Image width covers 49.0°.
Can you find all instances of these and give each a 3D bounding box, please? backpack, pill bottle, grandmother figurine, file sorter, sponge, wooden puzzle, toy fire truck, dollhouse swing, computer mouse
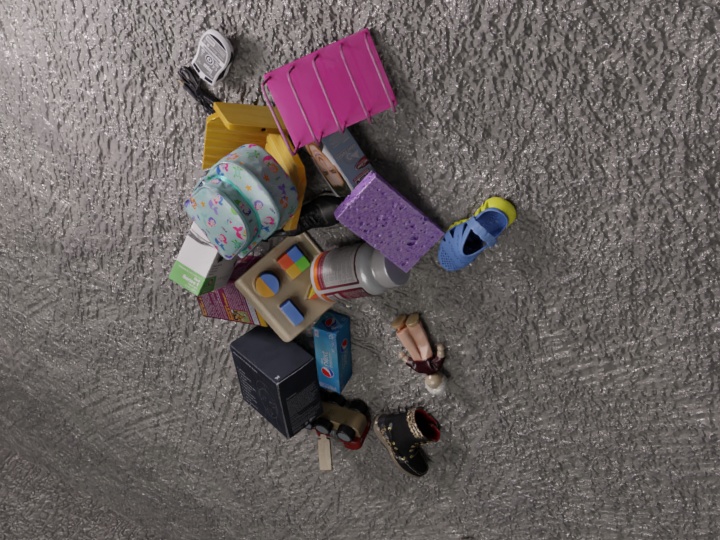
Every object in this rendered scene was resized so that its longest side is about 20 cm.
[{"bbox_3d":[-0.219,-0.129,1.472,0.199,0.151,0.178,-32,100,43],"label":"backpack"},{"bbox_3d":[0.000,0.000,1.632,0.198,0.110,0.110,-11,120,39],"label":"pill bottle"},{"bbox_3d":[0.136,0.191,1.746,0.120,0.061,0.201,-5,120,47],"label":"grandmother figurine"},{"bbox_3d":[-0.051,-0.295,1.328,0.198,0.126,0.140,-22,110,8],"label":"file sorter"},{"bbox_3d":[0.055,-0.090,1.490,0.199,0.030,0.112,36,108,-32],"label":"sponge"},{"bbox_3d":[-0.149,0.038,1.737,0.199,0.046,0.186,-39,104,6],"label":"wooden puzzle"},{"bbox_3d":[-0.064,0.430,2.050,0.174,0.129,0.201,12,144,24],"label":"toy fire truck"},{"bbox_3d":[-0.212,-0.188,1.546,0.179,0.177,0.201,2,139,-16],"label":"dollhouse swing"},{"bbox_3d":[-0.288,-0.396,1.534,0.110,0.044,0.200,47,142,-3],"label":"computer mouse"}]

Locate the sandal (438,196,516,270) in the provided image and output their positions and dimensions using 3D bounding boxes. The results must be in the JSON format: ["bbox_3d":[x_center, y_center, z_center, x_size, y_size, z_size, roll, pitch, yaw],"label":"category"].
[{"bbox_3d":[0.203,-0.056,1.468,0.079,0.087,0.200,37,139,-3],"label":"sandal"}]

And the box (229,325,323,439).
[{"bbox_3d":[-0.206,0.268,1.949,0.199,0.123,0.198,32,144,38],"label":"box"}]

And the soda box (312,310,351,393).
[{"bbox_3d":[-0.065,0.194,1.872,0.064,0.068,0.202,17,134,21],"label":"soda box"}]

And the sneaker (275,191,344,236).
[{"bbox_3d":[-0.114,-0.101,1.636,0.198,0.088,0.076,-8,121,38],"label":"sneaker"}]

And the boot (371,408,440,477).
[{"bbox_3d":[0.135,0.421,1.937,0.150,0.073,0.201,-26,104,44],"label":"boot"}]

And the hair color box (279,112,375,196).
[{"bbox_3d":[-0.059,-0.236,1.479,0.201,0.061,0.099,55,161,-19],"label":"hair color box"}]

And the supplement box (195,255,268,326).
[{"bbox_3d":[-0.290,0.042,1.864,0.198,0.103,0.132,7,130,27],"label":"supplement box"}]

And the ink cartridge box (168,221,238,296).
[{"bbox_3d":[-0.311,-0.061,1.701,0.084,0.146,0.201,30,105,9],"label":"ink cartridge box"}]
